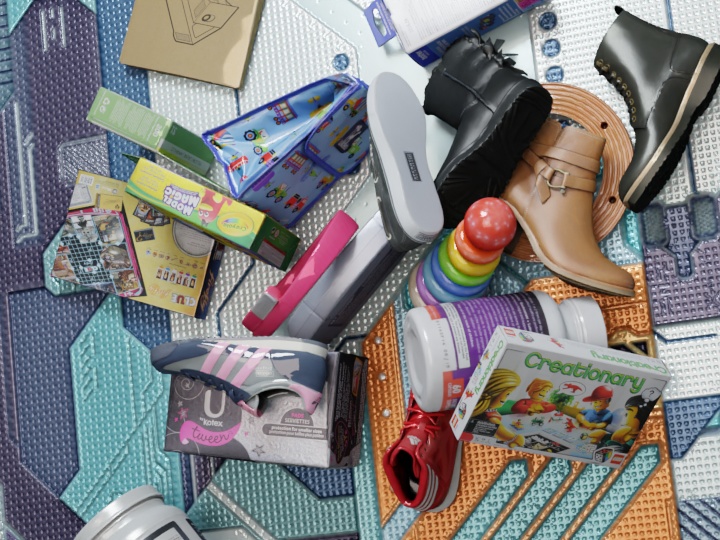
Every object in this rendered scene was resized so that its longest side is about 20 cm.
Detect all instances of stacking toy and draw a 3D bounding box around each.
[{"bbox_3d":[0.117,-0.017,1.612,0.085,0.200,0.086,7,63,-13],"label":"stacking toy"}]

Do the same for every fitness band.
[{"bbox_3d":[-0.065,0.007,1.676,0.037,0.200,0.144,42,62,-1],"label":"fitness band"}]

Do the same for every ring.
[{"bbox_3d":[0.205,-0.108,1.690,0.199,0.019,0.202,-2,84,19],"label":"ring"}]

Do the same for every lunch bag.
[{"bbox_3d":[-0.051,-0.152,1.705,0.199,0.150,0.094,-34,69,11],"label":"lunch bag"}]

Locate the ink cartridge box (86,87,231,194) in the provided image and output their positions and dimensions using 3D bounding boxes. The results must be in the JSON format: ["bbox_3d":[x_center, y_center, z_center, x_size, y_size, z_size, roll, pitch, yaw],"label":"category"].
[{"bbox_3d":[-0.199,-0.137,1.756,0.199,0.145,0.048,26,90,19],"label":"ink cartridge box"}]

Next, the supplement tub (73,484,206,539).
[{"bbox_3d":[-0.219,0.356,1.713,0.140,0.140,0.200,-45,73,9],"label":"supplement tub"}]

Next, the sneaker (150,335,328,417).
[{"bbox_3d":[-0.133,0.114,1.626,0.199,0.070,0.083,-2,76,17],"label":"sneaker"}]

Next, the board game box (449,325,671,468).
[{"bbox_3d":[0.206,0.132,1.570,0.035,0.199,0.127,-113,41,-54],"label":"board game box"}]

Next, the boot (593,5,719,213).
[{"bbox_3d":[0.291,-0.175,1.641,0.138,0.077,0.201,28,79,16],"label":"boot"}]

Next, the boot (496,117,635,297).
[{"bbox_3d":[0.231,-0.069,1.637,0.199,0.077,0.156,28,90,26],"label":"boot"}]

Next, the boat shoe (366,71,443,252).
[{"bbox_3d":[0.035,-0.114,1.608,0.057,0.068,0.201,-38,55,45],"label":"boat shoe"}]

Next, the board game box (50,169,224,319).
[{"bbox_3d":[-0.262,-0.032,1.824,0.199,0.035,0.136,15,89,19],"label":"board game box"}]

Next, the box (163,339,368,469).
[{"bbox_3d":[-0.106,0.150,1.712,0.199,0.115,0.133,4,85,19],"label":"box"}]

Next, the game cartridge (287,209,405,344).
[{"bbox_3d":[0.000,0.000,1.684,0.041,0.133,0.200,40,97,7],"label":"game cartridge"}]

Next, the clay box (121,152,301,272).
[{"bbox_3d":[-0.176,-0.067,1.717,0.199,0.115,0.048,24,85,22],"label":"clay box"}]

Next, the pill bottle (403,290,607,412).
[{"bbox_3d":[0.153,0.081,1.611,0.199,0.111,0.112,-8,81,-10],"label":"pill bottle"}]

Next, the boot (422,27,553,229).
[{"bbox_3d":[0.113,-0.158,1.662,0.199,0.073,0.163,-54,37,10],"label":"boot"}]

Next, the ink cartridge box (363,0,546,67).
[{"bbox_3d":[0.093,-0.324,1.719,0.199,0.076,0.137,-26,76,12],"label":"ink cartridge box"}]

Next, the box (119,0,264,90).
[{"bbox_3d":[-0.193,-0.330,1.840,0.163,0.021,0.201,14,88,19],"label":"box"}]

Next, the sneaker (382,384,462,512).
[{"bbox_3d":[0.076,0.163,1.651,0.078,0.115,0.201,0,84,18],"label":"sneaker"}]
